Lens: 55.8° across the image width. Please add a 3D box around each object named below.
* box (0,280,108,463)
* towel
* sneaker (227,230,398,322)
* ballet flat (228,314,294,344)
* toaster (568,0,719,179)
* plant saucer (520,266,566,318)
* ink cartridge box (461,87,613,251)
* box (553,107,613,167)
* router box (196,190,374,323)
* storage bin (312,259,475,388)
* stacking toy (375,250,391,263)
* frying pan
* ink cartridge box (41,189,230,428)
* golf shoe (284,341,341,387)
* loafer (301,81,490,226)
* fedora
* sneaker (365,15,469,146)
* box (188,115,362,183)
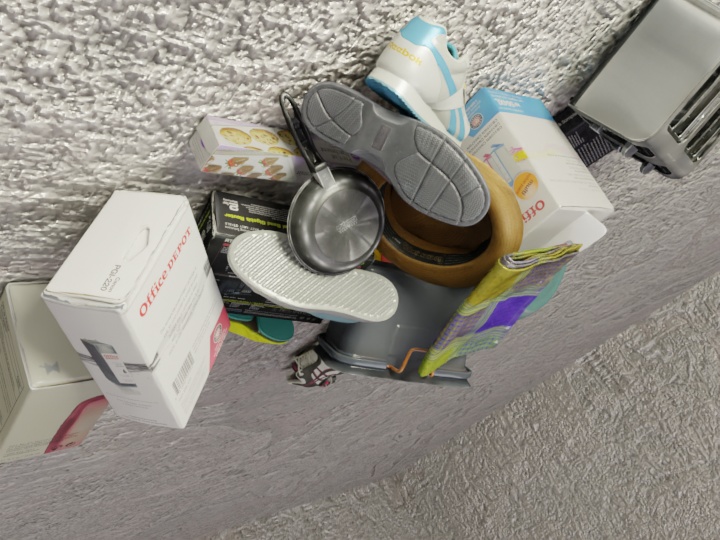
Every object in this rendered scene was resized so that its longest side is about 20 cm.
[{"bbox_3d":[-0.362,0.117,0.786,0.109,0.128,0.200,-3,148,-43],"label":"box"},{"bbox_3d":[0.154,0.043,0.769,0.143,0.023,0.200,-11,145,-43],"label":"towel"},{"bbox_3d":[-0.061,0.018,0.745,0.200,0.074,0.082,24,158,-25],"label":"sneaker"},{"bbox_3d":[-0.170,0.065,0.975,0.067,0.067,0.200,-11,160,22],"label":"ballet flat"},{"bbox_3d":[0.371,-0.219,0.803,0.181,0.119,0.200,13,119,-53],"label":"toaster"},{"bbox_3d":[0.264,-0.014,1.032,0.200,0.036,0.201,-19,118,-41],"label":"plant saucer"},{"bbox_3d":[0.188,-0.095,0.814,0.125,0.200,0.129,-2,147,-43],"label":"ink cartridge box"},{"bbox_3d":[0.285,-0.171,0.966,0.200,0.036,0.143,-35,155,17],"label":"box"},{"bbox_3d":[-0.106,-0.009,0.809,0.199,0.062,0.150,9,142,-29],"label":"router box"},{"bbox_3d":[0.056,0.064,0.877,0.199,0.135,0.146,10,-173,-19],"label":"storage bin"},{"bbox_3d":[0.000,0.000,0.959,0.200,0.146,0.146,23,130,-38],"label":"stacking toy"},{"bbox_3d":[-0.020,-0.084,0.686,0.115,0.031,0.191,-11,111,-28],"label":"frying pan"},{"bbox_3d":[-0.210,0.041,0.680,0.085,0.146,0.200,8,138,11],"label":"ink cartridge box"},{"bbox_3d":[-0.079,0.171,1.265,0.088,0.077,0.200,-6,150,-24],"label":"golf shoe"},{"bbox_3d":[0.038,-0.116,0.649,0.072,0.200,0.063,-57,179,17],"label":"loafer"},{"bbox_3d":[0.089,-0.073,0.745,0.082,0.200,0.201,-52,177,-39],"label":"fedora"},{"bbox_3d":[0.078,-0.180,0.681,0.081,0.076,0.200,-57,161,8],"label":"sneaker"},{"bbox_3d":[-0.077,-0.118,0.697,0.200,0.042,0.039,1,145,-45],"label":"box"}]
